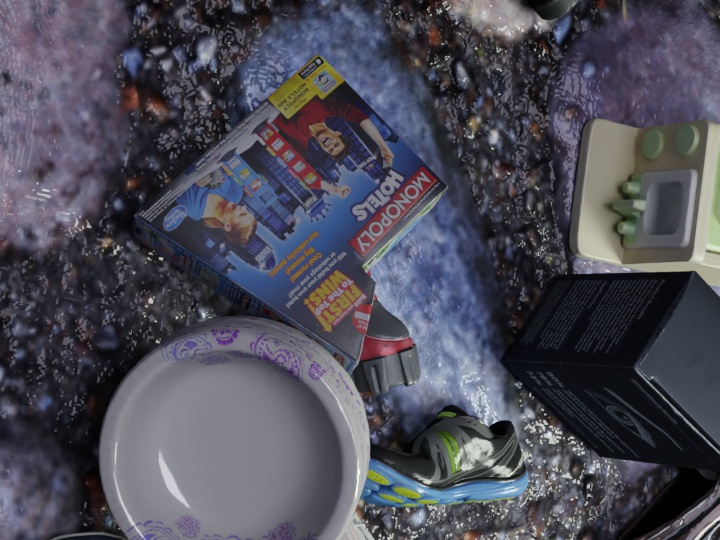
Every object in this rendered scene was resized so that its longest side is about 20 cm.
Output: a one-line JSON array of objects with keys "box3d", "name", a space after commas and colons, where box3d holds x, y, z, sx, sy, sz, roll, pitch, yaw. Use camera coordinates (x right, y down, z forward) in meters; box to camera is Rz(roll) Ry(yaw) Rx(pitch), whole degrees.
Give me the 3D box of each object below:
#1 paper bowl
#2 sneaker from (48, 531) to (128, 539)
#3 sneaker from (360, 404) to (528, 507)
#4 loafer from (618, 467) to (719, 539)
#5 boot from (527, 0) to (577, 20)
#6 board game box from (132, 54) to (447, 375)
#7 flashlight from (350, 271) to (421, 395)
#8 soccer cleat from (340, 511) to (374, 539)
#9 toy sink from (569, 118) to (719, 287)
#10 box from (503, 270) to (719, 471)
[{"box3d": [-0.092, 0.134, 1.322, 0.199, 0.104, 0.202, 1, 101, 7], "name": "paper bowl"}, {"box3d": [-0.239, 0.241, 1.274, 0.199, 0.084, 0.076, -9, 94, -31], "name": "sneaker"}, {"box3d": [0.062, 0.156, 1.463, 0.199, 0.071, 0.083, 3, 77, -42], "name": "sneaker"}, {"box3d": [0.315, 0.206, 1.615, 0.063, 0.072, 0.200, 47, 70, -17], "name": "loafer"}, {"box3d": [0.169, -0.346, 1.529, 0.168, 0.076, 0.201, 45, 74, -26], "name": "boot"}, {"box3d": [-0.039, -0.028, 1.354, 0.200, 0.062, 0.200, -42, 85, -16], "name": "board game box"}, {"box3d": [0.000, 0.000, 1.431, 0.067, 0.068, 0.202, -16, 97, -46], "name": "flashlight"}, {"box3d": [-0.024, 0.209, 1.401, 0.068, 0.085, 0.201, -24, 101, -28], "name": "soccer cleat"}, {"box3d": [0.307, -0.063, 1.587, 0.199, 0.112, 0.131, 12, 83, -30], "name": "toy sink"}, {"box3d": [0.246, 0.086, 1.497, 0.148, 0.200, 0.105, 44, 69, -23], "name": "box"}]
